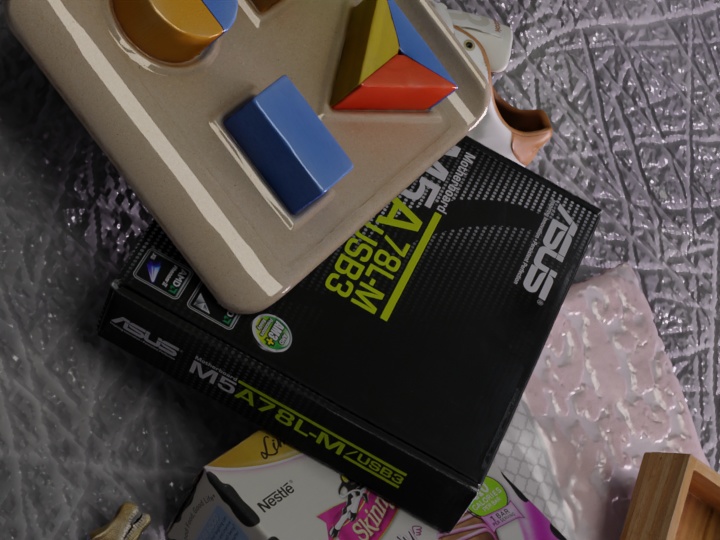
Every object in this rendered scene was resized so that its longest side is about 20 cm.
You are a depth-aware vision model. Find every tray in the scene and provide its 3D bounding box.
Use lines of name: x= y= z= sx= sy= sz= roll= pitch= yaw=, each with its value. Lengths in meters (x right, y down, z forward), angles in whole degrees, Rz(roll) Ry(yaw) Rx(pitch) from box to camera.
tray: x=0.162 y=0.208 z=1.144 sx=0.098 sy=0.037 sz=0.201 roll=34 pitch=66 yaw=-37

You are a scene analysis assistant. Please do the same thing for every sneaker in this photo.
sneaker: x=0.026 y=-0.127 z=1.138 sx=0.200 sy=0.084 sz=0.073 roll=47 pitch=17 yaw=-25

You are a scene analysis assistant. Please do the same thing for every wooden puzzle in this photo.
wooden puzzle: x=-0.041 y=-0.105 z=1.018 sx=0.186 sy=0.046 sz=0.200 roll=53 pitch=52 yaw=-5

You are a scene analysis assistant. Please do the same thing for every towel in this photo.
towel: x=0.122 y=0.111 z=1.181 sx=0.190 sy=0.032 sz=0.201 roll=-19 pitch=88 yaw=-43

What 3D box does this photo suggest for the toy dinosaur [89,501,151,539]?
toy dinosaur: x=-0.106 y=0.206 z=0.950 sx=0.101 sy=0.058 sz=0.201 roll=22 pitch=52 yaw=-16

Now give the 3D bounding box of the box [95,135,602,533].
box: x=0.000 y=0.000 z=1.050 sx=0.192 sy=0.048 sz=0.201 roll=28 pitch=49 yaw=2

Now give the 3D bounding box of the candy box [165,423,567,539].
candy box: x=0.026 y=0.148 z=1.016 sx=0.200 sy=0.061 sz=0.136 roll=45 pitch=46 yaw=15
